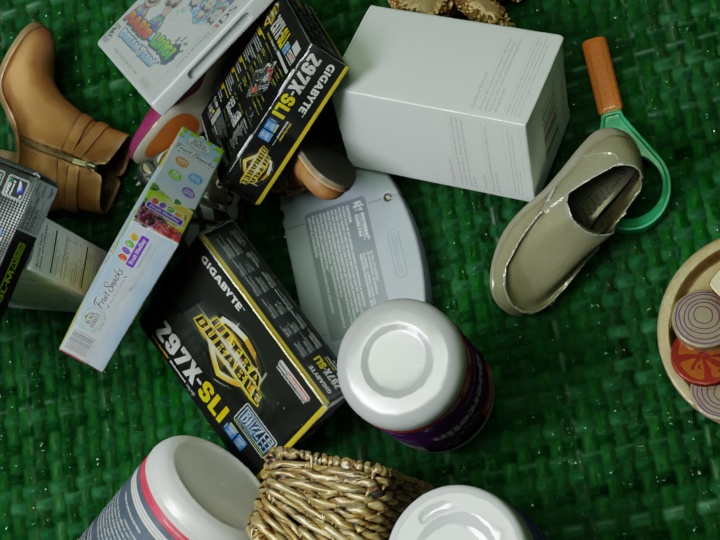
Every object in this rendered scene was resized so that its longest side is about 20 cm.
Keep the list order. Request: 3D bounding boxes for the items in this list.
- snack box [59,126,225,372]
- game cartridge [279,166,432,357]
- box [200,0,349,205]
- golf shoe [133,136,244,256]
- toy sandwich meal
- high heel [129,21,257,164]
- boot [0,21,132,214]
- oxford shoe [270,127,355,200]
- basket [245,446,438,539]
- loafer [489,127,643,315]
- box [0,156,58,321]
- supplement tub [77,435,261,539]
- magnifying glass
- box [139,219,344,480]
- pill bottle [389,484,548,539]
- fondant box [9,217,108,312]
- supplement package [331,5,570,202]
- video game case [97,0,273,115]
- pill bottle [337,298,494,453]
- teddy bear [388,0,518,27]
[{"bbox_3d":[-0.205,-0.018,1.372,0.053,0.200,0.143,28,42,-10],"label":"snack box"},{"bbox_3d":[0.000,0.000,1.445,0.132,0.040,0.202,-18,70,16],"label":"game cartridge"},{"bbox_3d":[-0.089,-0.173,1.431,0.160,0.049,0.200,-54,24,14],"label":"box"},{"bbox_3d":[-0.150,-0.053,1.485,0.094,0.078,0.201,-36,69,5],"label":"golf shoe"},{"bbox_3d":[0.359,0.043,1.296,0.203,0.070,0.207,-5,74,17],"label":"toy sandwich meal"},{"bbox_3d":[-0.188,-0.206,1.548,0.200,0.067,0.096,-49,59,4],"label":"high heel"},{"bbox_3d":[-0.314,-0.160,1.573,0.154,0.074,0.202,11,91,22],"label":"boot"},{"bbox_3d":[-0.058,-0.098,1.438,0.072,0.071,0.200,-60,24,9],"label":"oxford shoe"},{"bbox_3d":[-0.021,0.245,1.291,0.142,0.200,0.150,6,78,22],"label":"basket"},{"bbox_3d":[0.190,-0.041,1.351,0.075,0.068,0.201,30,101,-17],"label":"loafer"},{"bbox_3d":[-0.400,-0.025,1.358,0.192,0.048,0.201,22,86,19],"label":"box"},{"bbox_3d":[-0.184,0.265,1.352,0.200,0.140,0.141,-49,66,19],"label":"supplement tub"},{"bbox_3d":[0.246,-0.131,1.411,0.079,0.022,0.202,-15,73,14],"label":"magnifying glass"},{"bbox_3d":[-0.110,0.078,1.379,0.200,0.049,0.160,53,138,11],"label":"box"},{"bbox_3d":[0.103,0.254,1.249,0.119,0.200,0.121,-5,73,17],"label":"pill bottle"},{"bbox_3d":[-0.337,-0.007,1.465,0.143,0.200,0.059,3,76,19],"label":"fondant box"},{"bbox_3d":[0.087,-0.160,1.401,0.199,0.117,0.118,13,59,20],"label":"supplement package"},{"bbox_3d":[-0.181,-0.267,1.535,0.182,0.024,0.200,-46,37,2],"label":"video game case"},{"bbox_3d":[0.056,0.100,1.307,0.112,0.200,0.113,-4,74,15],"label":"pill bottle"},{"bbox_3d":[0.124,-0.299,1.480,0.200,0.067,0.145,-42,76,-4],"label":"teddy bear"}]
